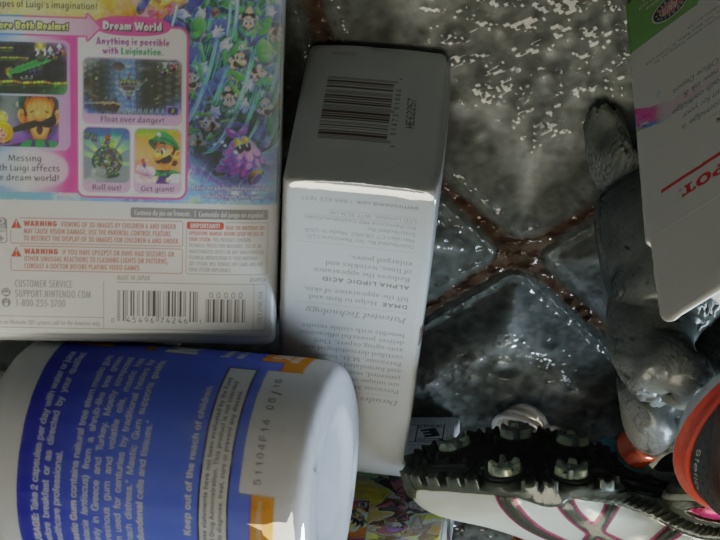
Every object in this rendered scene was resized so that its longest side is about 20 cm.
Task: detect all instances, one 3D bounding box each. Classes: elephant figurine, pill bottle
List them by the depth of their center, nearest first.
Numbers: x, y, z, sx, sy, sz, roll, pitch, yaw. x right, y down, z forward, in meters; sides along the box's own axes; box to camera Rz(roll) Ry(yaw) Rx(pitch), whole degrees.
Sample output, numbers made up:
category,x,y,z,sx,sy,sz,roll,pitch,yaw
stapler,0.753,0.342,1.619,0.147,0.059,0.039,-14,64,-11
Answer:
category,x,y,z,sx,sy,sz,roll,pitch,yaw
elephant figurine,0.216,0.010,0.716,0.199,0.142,0.156,-8,136,15
pill bottle,-0.108,0.089,0.721,0.199,0.112,0.112,5,135,12

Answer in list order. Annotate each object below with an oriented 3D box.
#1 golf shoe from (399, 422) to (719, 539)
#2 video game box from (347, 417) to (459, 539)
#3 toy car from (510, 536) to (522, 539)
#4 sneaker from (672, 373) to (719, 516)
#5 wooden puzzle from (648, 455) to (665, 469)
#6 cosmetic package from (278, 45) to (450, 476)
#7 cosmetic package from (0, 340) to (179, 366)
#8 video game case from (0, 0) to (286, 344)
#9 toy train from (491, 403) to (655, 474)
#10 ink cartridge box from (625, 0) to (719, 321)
category,x,y,z,sx,sy,sz,roll,pitch,yaw
golf shoe,0.115,0.126,0.747,0.199,0.077,0.089,5,105,12
video game box,-0.047,0.134,0.838,0.199,0.182,0.047,0,106,7
toy car,0.042,0.203,0.887,0.200,0.178,0.184,-31,150,23
sneaker,0.215,0.034,0.621,0.077,0.082,0.200,37,98,-12
wooden puzzle,0.232,0.151,0.922,0.184,0.046,0.200,19,129,-12
cosmetic package,0.000,0.000,0.757,0.074,0.102,0.201,6,136,3
cosmetic package,-0.181,-0.011,0.777,0.199,0.074,0.102,18,132,-9
video game case,-0.135,-0.058,0.694,0.199,0.024,0.183,1,104,-5
toy train,0.131,0.179,0.888,0.150,0.056,0.201,3,119,31
ink cartridge box,0.173,-0.060,0.607,0.067,0.201,0.117,37,128,-27
